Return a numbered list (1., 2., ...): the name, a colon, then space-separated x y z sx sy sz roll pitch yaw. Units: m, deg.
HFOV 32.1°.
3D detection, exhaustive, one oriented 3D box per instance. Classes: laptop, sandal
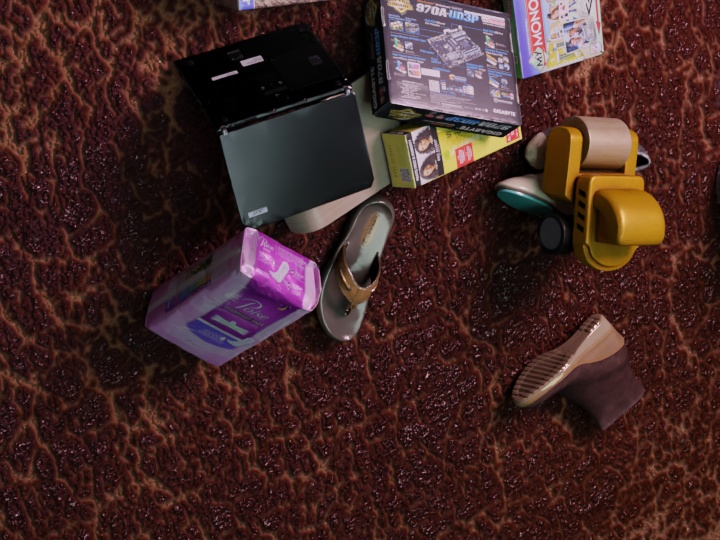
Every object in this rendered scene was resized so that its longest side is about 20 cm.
1. laptop: -0.100 -0.175 1.487 0.176 0.200 0.104 -21 147 -20
2. sandal: 0.000 0.000 1.637 0.081 0.055 0.201 20 96 -31

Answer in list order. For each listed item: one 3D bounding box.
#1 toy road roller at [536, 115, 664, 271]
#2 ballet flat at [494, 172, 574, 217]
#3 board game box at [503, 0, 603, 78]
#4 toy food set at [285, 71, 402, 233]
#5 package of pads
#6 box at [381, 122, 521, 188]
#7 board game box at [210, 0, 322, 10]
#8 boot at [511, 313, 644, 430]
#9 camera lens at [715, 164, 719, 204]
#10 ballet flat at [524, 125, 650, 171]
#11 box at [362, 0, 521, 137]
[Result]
1. toy road roller: 0.329 -0.100 1.654 0.122 0.146 0.202 -2 99 -32
2. ballet flat: 0.266 -0.098 1.745 0.199 0.069 0.070 28 93 -33
3. board game box: 0.251 -0.369 1.652 0.134 0.029 0.201 -20 115 -21
4. toy food set: -0.031 -0.156 1.576 0.200 0.060 0.144 -35 119 -23
5. package of pads: -0.154 0.036 1.501 0.120 0.199 0.076 29 48 -33
6. box: 0.120 -0.173 1.617 0.199 0.050 0.076 -26 113 -35
7. board game box: -0.072 -0.395 1.444 0.199 0.097 0.161 -13 112 -24
8. boot: 0.329 0.181 1.857 0.200 0.072 0.167 -39 118 -15
9. camera lens: 0.646 -0.118 1.847 0.159 0.200 0.161 -9 110 -24
10. ballet flat: 0.317 -0.167 1.744 0.199 0.057 0.067 -3 107 -27
11. box: 0.103 -0.259 1.565 0.199 0.046 0.160 5 71 -29
